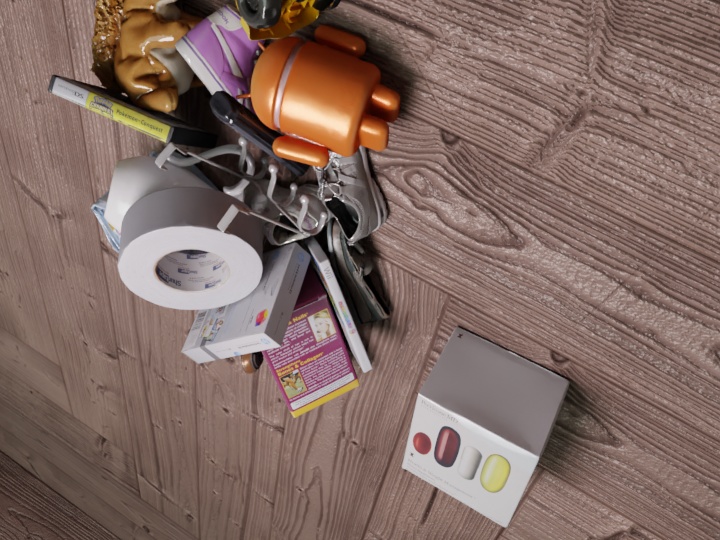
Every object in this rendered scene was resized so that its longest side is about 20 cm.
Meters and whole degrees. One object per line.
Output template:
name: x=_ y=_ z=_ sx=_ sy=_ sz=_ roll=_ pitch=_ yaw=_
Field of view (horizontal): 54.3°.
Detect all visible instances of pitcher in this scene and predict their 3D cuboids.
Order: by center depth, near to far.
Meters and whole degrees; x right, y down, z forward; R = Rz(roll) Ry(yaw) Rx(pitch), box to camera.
pitcher: x=-0.261 y=-0.117 z=1.028 sx=0.195 sy=0.121 sz=0.176 roll=13 pitch=107 yaw=-21

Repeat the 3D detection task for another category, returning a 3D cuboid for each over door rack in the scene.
over door rack: x=-0.141 y=-0.112 z=0.912 sx=0.147 sy=0.198 sz=0.067 roll=42 pitch=111 yaw=24

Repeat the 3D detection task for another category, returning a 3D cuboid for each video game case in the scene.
video game case: x=-0.314 y=-0.223 z=1.007 sx=0.177 sy=0.200 sz=0.026 roll=23 pitch=100 yaw=2
video game case: x=-0.040 y=0.043 z=1.098 sx=0.144 sy=0.018 sz=0.204 roll=-126 pitch=13 yaw=-61

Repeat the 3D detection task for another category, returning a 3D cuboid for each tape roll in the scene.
tape roll: x=-0.233 y=-0.025 z=0.977 sx=0.194 sy=0.068 sz=0.202 roll=-6 pitch=147 yaw=-4

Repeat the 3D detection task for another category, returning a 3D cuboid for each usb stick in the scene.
usb stick: x=-0.130 y=-0.179 z=0.941 sx=0.056 sy=0.033 sz=0.199 roll=50 pitch=-171 yaw=26

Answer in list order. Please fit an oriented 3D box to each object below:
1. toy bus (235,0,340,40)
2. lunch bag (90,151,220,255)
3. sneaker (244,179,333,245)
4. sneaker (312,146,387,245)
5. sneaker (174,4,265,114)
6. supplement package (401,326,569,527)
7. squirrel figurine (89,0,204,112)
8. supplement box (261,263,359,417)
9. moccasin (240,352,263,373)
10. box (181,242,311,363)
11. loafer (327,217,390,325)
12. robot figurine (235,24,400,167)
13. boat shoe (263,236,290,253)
toy bus: x=-0.094 y=-0.387 z=0.764 sx=0.194 sy=0.135 sz=0.200 roll=53 pitch=142 yaw=6
lunch bag: x=-0.312 y=-0.080 z=1.152 sx=0.200 sy=0.170 sz=0.127 roll=45 pitch=143 yaw=-8
sneaker: x=-0.134 y=-0.086 z=1.064 sx=0.196 sy=0.100 sz=0.076 roll=2 pitch=129 yaw=38
sneaker: x=-0.029 y=-0.129 z=0.957 sx=0.074 sy=0.082 sz=0.203 roll=-12 pitch=117 yaw=42
sneaker: x=-0.153 y=-0.267 z=0.944 sx=0.073 sy=0.114 sz=0.201 roll=45 pitch=175 yaw=24
supplement package: x=0.183 y=0.237 z=1.060 sx=0.188 sy=0.148 sz=0.203 roll=24 pitch=137 yaw=18
squirrel figurine: x=-0.299 y=-0.337 z=0.951 sx=0.195 sy=0.142 sz=0.191 roll=13 pitch=126 yaw=25
supplement box: x=-0.096 y=0.117 z=1.153 sx=0.104 sy=0.128 sz=0.204 roll=-123 pitch=13 yaw=-54
moccasin: x=-0.216 y=0.098 z=1.219 sx=0.075 sy=0.076 sz=0.204 roll=78 pitch=170 yaw=-50
box: x=-0.173 y=0.051 z=1.060 sx=0.197 sy=0.159 sz=0.041 roll=-17 pitch=135 yaw=41
loafer: x=0.000 y=0.000 z=1.071 sx=0.061 sy=0.073 sz=0.203 roll=-3 pitch=132 yaw=15
robot figurine: x=-0.049 y=-0.215 z=0.863 sx=0.195 sy=0.117 sz=0.147 roll=20 pitch=122 yaw=4
boat shoe: x=-0.143 y=0.024 z=1.182 sx=0.074 sy=0.074 sz=0.203 roll=23 pitch=136 yaw=19
